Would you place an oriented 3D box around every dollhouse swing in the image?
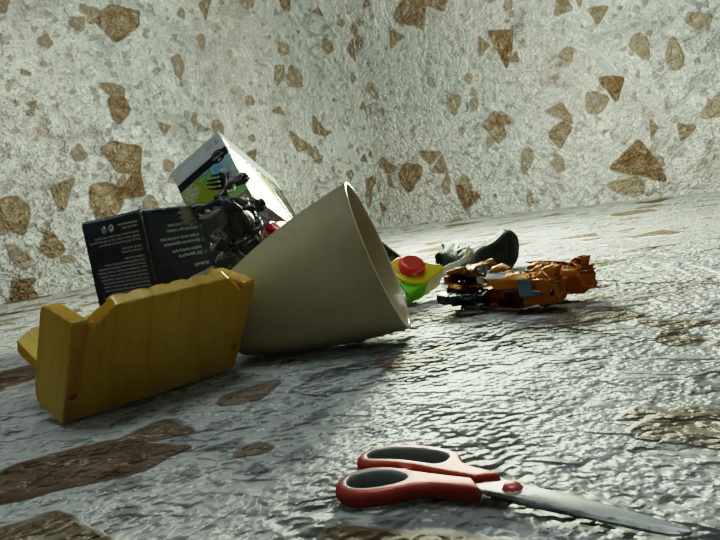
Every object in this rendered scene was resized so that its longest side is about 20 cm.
[{"bbox_3d":[-0.256,0.043,0.776,0.200,0.182,0.176,-14,45,-41],"label":"dollhouse swing"}]

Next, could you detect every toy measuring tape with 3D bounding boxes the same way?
[{"bbox_3d":[0.099,-0.004,1.139,0.073,0.074,0.200,-3,21,46],"label":"toy measuring tape"}]

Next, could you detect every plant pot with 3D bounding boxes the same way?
[{"bbox_3d":[-0.067,0.020,0.863,0.200,0.188,0.187,-24,3,9],"label":"plant pot"}]

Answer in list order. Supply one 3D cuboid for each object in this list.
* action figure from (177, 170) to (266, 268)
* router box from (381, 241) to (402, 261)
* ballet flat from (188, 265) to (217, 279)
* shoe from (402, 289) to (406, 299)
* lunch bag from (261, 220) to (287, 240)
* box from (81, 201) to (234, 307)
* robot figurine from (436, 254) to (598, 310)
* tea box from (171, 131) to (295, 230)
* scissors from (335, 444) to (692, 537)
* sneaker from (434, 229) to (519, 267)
[{"bbox_3d":[-0.180,-0.060,0.984,0.102,0.119,0.200,-25,29,6],"label":"action figure"},{"bbox_3d":[-0.009,-0.038,1.385,0.150,0.062,0.200,35,-6,-15],"label":"router box"},{"bbox_3d":[-0.159,0.036,1.027,0.067,0.068,0.200,-40,-28,19],"label":"ballet flat"},{"bbox_3d":[0.000,0.000,0.992,0.200,0.070,0.053,30,-61,-34],"label":"shoe"},{"bbox_3d":[-0.068,0.003,1.103,0.176,0.082,0.200,35,6,11],"label":"lunch bag"},{"bbox_3d":[-0.273,0.009,1.042,0.117,0.201,0.197,-9,5,26],"label":"box"},{"bbox_3d":[0.198,0.016,0.948,0.200,0.058,0.145,-3,7,45],"label":"robot figurine"},{"bbox_3d":[-0.236,-0.127,1.418,0.134,0.197,0.200,-39,-35,9],"label":"tea box"},{"bbox_3d":[0.074,0.114,0.387,0.200,0.014,0.073,-7,4,33],"label":"scissors"},{"bbox_3d":[0.209,-0.029,1.302,0.114,0.076,0.199,4,18,39],"label":"sneaker"}]
